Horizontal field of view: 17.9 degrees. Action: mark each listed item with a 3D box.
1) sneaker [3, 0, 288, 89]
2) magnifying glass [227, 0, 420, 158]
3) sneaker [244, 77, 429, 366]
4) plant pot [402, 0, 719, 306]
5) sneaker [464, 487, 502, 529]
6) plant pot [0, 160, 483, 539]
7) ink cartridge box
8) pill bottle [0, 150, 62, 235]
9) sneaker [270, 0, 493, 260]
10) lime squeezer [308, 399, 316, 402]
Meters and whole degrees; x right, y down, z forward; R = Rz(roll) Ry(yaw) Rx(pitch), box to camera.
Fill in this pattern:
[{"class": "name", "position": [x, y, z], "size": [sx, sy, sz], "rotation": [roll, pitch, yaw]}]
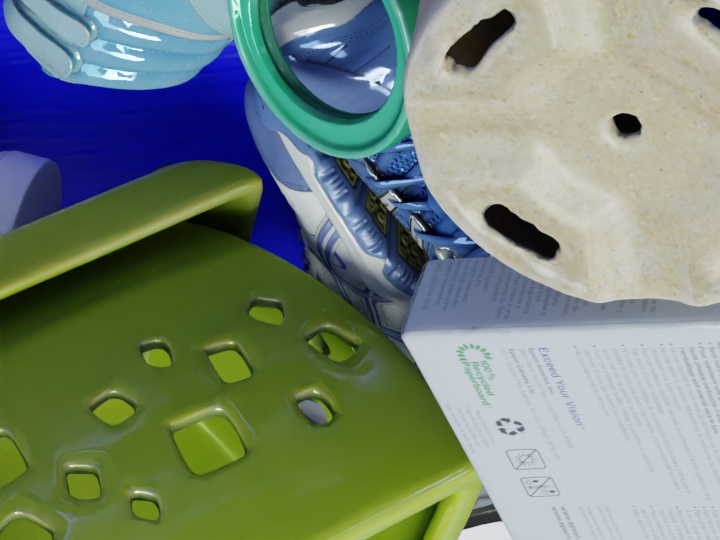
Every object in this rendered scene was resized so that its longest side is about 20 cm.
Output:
[{"class": "sneaker", "position": [-0.117, -0.138, 0.831], "size": [0.200, 0.080, 0.130], "rotation": [37, 132, -14]}, {"class": "magnifying glass", "position": [-0.032, -0.132, 0.756], "size": [0.079, 0.022, 0.201], "rotation": [-12, 103, 46]}, {"class": "sneaker", "position": [0.000, 0.000, 0.918], "size": [0.088, 0.075, 0.200], "rotation": [-17, 123, 33]}, {"class": "plant pot", "position": [0.099, -0.095, 0.713], "size": [0.199, 0.184, 0.201], "rotation": [11, 135, 11]}, {"class": "sneaker", "position": [0.114, 0.108, 0.913], "size": [0.199, 0.107, 0.075], "rotation": [-12, 173, 9]}, {"class": "plant pot", "position": [-0.092, 0.085, 0.885], "size": [0.182, 0.198, 0.200], "rotation": [56, 154, 20]}, {"class": "ink cartridge box", "position": [0.138, 0.067, 0.778], "size": [0.199, 0.041, 0.200], "rotation": [0, 140, 26]}, {"class": "pill bottle", "position": [-0.229, -0.036, 0.947], "size": [0.199, 0.111, 0.111], "rotation": [15, 135, 8]}, {"class": "sneaker", "position": [0.045, -0.035, 0.846], "size": [0.200, 0.077, 0.076], "rotation": [33, 137, -26]}, {"class": "lime squeezer", "position": [-0.016, 0.081, 0.996], "size": [0.200, 0.071, 0.038], "rotation": [46, -178, 16]}]
